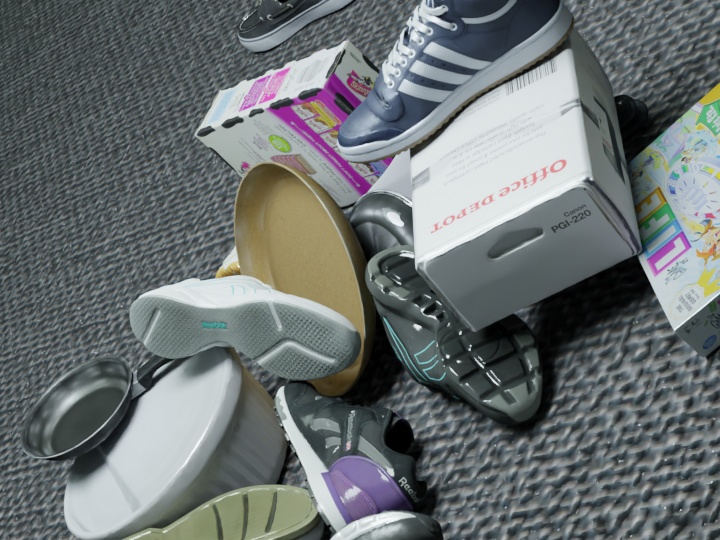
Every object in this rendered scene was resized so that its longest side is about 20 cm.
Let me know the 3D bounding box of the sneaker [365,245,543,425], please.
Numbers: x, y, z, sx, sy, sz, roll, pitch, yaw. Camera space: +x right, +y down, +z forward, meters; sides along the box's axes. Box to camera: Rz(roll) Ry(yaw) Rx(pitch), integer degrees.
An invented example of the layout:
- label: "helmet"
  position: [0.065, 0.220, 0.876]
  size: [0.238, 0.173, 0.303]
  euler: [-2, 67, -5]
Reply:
- label: "sneaker"
  position: [0.074, 0.058, 1.430]
  size: [0.075, 0.080, 0.200]
  euler: [-22, 41, -18]

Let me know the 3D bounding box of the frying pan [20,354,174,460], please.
- label: "frying pan"
  position: [-0.210, 0.096, 1.639]
  size: [0.190, 0.031, 0.115]
  euler: [-39, 31, -6]

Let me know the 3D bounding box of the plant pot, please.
- label: "plant pot"
  position: [-0.042, 0.004, 1.574]
  size: [0.027, 0.201, 0.200]
  euler: [-21, 14, -28]

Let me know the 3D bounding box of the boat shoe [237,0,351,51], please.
- label: "boat shoe"
  position: [-0.079, -0.302, 2.114]
  size: [0.199, 0.066, 0.070]
  euler: [-16, 42, 48]

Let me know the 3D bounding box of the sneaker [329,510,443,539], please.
- label: "sneaker"
  position: [-0.012, 0.242, 1.336]
  size: [0.200, 0.074, 0.080]
  euler: [-43, 42, 24]

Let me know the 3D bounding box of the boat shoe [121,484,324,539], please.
- label: "boat shoe"
  position: [-0.114, 0.227, 1.493]
  size: [0.199, 0.069, 0.075]
  euler: [-19, 30, 13]

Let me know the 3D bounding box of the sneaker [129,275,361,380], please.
- label: "sneaker"
  position: [-0.084, 0.035, 1.544]
  size: [0.199, 0.071, 0.080]
  euler: [9, 27, 25]

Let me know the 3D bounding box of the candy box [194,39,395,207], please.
- label: "candy box"
  position: [-0.038, -0.123, 1.749]
  size: [0.199, 0.136, 0.061]
  euler: [-14, 42, 49]

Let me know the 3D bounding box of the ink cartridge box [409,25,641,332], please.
- label: "ink cartridge box"
  position: [0.116, -0.072, 1.400]
  size: [0.145, 0.085, 0.201]
  euler: [-27, 35, 21]

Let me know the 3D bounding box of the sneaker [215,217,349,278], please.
- label: "sneaker"
  position: [-0.051, -0.029, 1.717]
  size: [0.199, 0.076, 0.088]
  euler: [-13, 40, 46]

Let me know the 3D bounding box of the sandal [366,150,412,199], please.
- label: "sandal"
  position: [0.059, -0.068, 1.588]
  size: [0.059, 0.079, 0.207]
  euler: [-22, -32, -58]

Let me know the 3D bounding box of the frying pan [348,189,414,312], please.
- label: "frying pan"
  position: [-0.001, -0.016, 1.565]
  size: [0.031, 0.116, 0.189]
  euler: [-25, 29, -39]

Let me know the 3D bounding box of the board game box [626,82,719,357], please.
- label: "board game box"
  position: [0.249, -0.045, 1.320]
  size: [0.134, 0.034, 0.200]
  euler: [-42, 28, 16]

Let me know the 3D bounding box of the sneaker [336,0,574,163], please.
- label: "sneaker"
  position: [0.046, -0.168, 1.404]
  size: [0.199, 0.109, 0.070]
  euler: [-33, 33, 12]

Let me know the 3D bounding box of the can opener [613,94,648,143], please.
- label: "can opener"
  position: [0.142, -0.071, 1.508]
  size: [0.200, 0.079, 0.063]
  euler: [-39, -10, 15]

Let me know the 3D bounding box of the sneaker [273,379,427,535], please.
- label: "sneaker"
  position: [-0.001, 0.135, 1.458]
  size: [0.087, 0.076, 0.200]
  euler: [-33, 32, 1]

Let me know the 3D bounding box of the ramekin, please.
- label: "ramekin"
  position: [-0.148, 0.160, 1.603]
  size: [0.202, 0.094, 0.203]
  euler: [-36, 30, 25]
